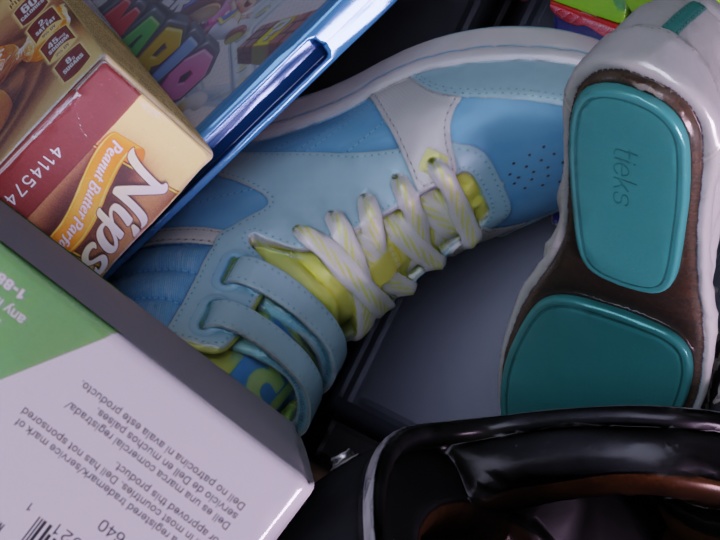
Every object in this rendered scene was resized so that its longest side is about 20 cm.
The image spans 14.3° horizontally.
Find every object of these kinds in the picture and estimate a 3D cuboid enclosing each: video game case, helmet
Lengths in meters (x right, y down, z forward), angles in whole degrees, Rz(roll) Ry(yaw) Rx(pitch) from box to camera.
[{"bbox_3d":[-0.068,-0.067,0.951,0.200,0.143,0.018,-43,121,4],"label":"video game case"},{"bbox_3d":[0.046,0.139,0.849,0.189,0.200,0.201,-6,81,-4],"label":"helmet"}]

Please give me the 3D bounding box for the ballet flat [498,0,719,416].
[{"bbox_3d":[0.088,-0.006,0.893,0.069,0.201,0.070,2,48,-3],"label":"ballet flat"}]

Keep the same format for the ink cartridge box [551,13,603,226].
[{"bbox_3d":[0.158,-0.113,0.941,0.199,0.041,0.201,-1,82,13],"label":"ink cartridge box"}]

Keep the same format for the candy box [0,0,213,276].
[{"bbox_3d":[-0.131,-0.048,0.931,0.115,0.055,0.200,-46,33,3],"label":"candy box"}]

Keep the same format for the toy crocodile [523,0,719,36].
[{"bbox_3d":[0.087,-0.099,0.910,0.199,0.067,0.062,25,123,38],"label":"toy crocodile"}]

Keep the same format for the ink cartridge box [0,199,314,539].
[{"bbox_3d":[-0.130,0.088,0.805,0.145,0.084,0.200,38,93,-8],"label":"ink cartridge box"}]

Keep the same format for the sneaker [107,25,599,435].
[{"bbox_3d":[0.000,0.000,0.914,0.199,0.080,0.131,-16,39,19],"label":"sneaker"}]

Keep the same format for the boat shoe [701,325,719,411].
[{"bbox_3d":[0.190,0.004,0.881,0.199,0.060,0.074,-29,104,22],"label":"boat shoe"}]
